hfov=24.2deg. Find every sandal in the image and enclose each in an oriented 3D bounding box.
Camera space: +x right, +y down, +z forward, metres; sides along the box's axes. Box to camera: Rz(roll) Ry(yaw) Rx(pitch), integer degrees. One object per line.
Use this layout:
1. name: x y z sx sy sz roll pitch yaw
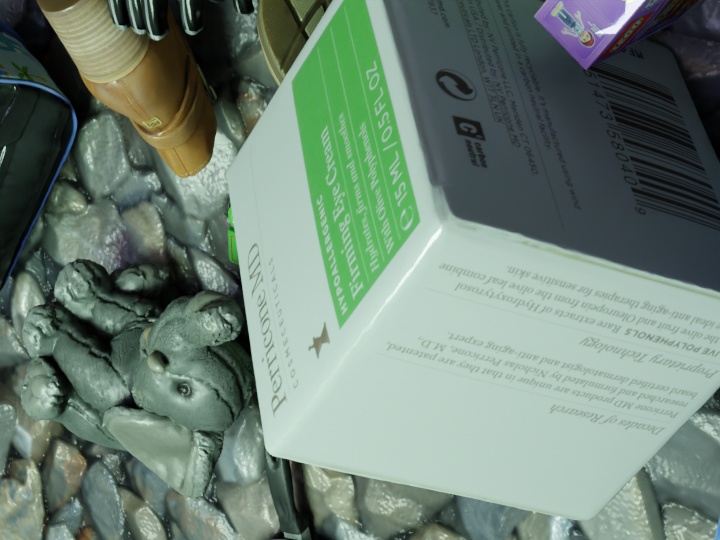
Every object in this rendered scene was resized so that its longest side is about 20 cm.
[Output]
1. sandal: -0.004 -0.088 0.984 0.201 0.080 0.054 60 151 -5

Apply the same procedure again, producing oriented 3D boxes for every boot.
1. boot: -0.137 -0.167 1.029 0.076 0.201 0.156 -24 137 10

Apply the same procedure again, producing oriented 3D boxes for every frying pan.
1. frying pan: -0.053 0.201 1.151 0.114 0.031 0.192 -22 91 38

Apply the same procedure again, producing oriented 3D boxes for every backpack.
1. backpack: -0.301 -0.084 1.117 0.201 0.182 0.147 -53 55 27

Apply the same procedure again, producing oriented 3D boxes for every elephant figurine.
1. elephant figurine: -0.117 0.073 1.073 0.199 0.154 0.143 14 94 39

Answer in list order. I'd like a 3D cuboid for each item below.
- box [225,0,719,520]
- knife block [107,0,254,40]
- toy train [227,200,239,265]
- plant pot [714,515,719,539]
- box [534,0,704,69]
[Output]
1. box: 0.061 -0.016 0.834 0.172 0.198 0.200 -54 34 37
2. knife block: -0.107 -0.232 0.887 0.175 0.064 0.201 -37 86 40
3. toy train: 0.000 0.000 1.030 0.198 0.042 0.057 21 129 27
4. plant pot: 0.283 0.046 0.758 0.178 0.200 0.202 17 117 20
5. box: 0.177 -0.188 0.769 0.039 0.137 0.200 46 127 9
